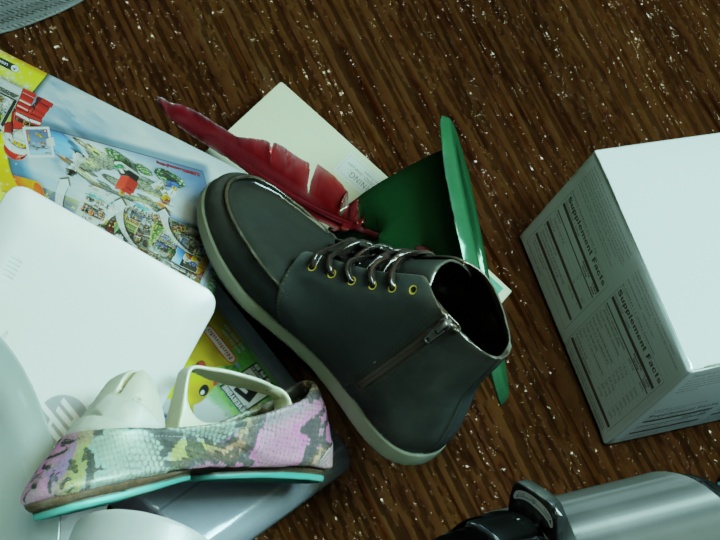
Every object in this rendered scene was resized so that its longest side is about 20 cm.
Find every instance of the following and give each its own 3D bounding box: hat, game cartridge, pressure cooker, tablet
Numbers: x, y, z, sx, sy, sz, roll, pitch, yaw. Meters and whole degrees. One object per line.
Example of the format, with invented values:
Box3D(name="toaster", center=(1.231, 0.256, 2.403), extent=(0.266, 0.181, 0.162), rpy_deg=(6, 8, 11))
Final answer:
Box3D(name="hat", center=(-0.015, 0.002, 1.256), extent=(0.175, 0.166, 0.200), rpy_deg=(-12, 39, 5))
Box3D(name="game cartridge", center=(-0.113, 0.068, 1.215), extent=(0.133, 0.040, 0.200), rpy_deg=(-34, 80, -32))
Box3D(name="pressure cooker", center=(0.117, 0.205, 1.153), extent=(0.199, 0.179, 0.176), rpy_deg=(-11, 70, -30))
Box3D(name="tablet", center=(-0.178, 0.070, 1.140), extent=(0.130, 0.014, 0.201), rpy_deg=(29, 82, -7))

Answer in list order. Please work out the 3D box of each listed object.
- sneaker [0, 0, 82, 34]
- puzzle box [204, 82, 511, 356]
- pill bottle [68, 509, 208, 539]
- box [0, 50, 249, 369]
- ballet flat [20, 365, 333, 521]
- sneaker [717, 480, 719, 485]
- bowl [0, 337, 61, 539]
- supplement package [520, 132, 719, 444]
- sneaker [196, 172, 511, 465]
Box3D(name="sneaker", center=(-0.257, -0.197, 1.278), extent=(0.199, 0.074, 0.116), rpy_deg=(-16, 73, -30))
Box3D(name="puzzle box", center=(-0.018, -0.009, 1.310), extent=(0.200, 0.025, 0.133), rpy_deg=(43, 53, 3))
Box3D(name="pill bottle", center=(-0.126, 0.221, 1.020), extent=(0.111, 0.111, 0.201), rpy_deg=(22, 55, -12))
Box3D(name="box", center=(-0.170, -0.036, 1.204), extent=(0.199, 0.038, 0.137), rpy_deg=(27, 54, -7))
Box3D(name="ballet flat", center=(-0.097, 0.086, 1.128), extent=(0.199, 0.069, 0.072), rpy_deg=(-3, 84, -41))
Box3D(name="sneaker", center=(0.267, 0.157, 1.323), extent=(0.081, 0.076, 0.200), rpy_deg=(36, 59, -13))
Box3D(name="bowl", center=(-0.242, 0.114, 1.049), extent=(0.201, 0.090, 0.202), rpy_deg=(27, 59, -57))
Box3D(name="supplement package", center=(0.232, 0.003, 1.366), extent=(0.199, 0.111, 0.156), rpy_deg=(-9, 66, -29))
Box3D(name="sneaker", center=(0.000, 0.000, 1.168), extent=(0.200, 0.106, 0.075), rpy_deg=(47, 42, 12))
